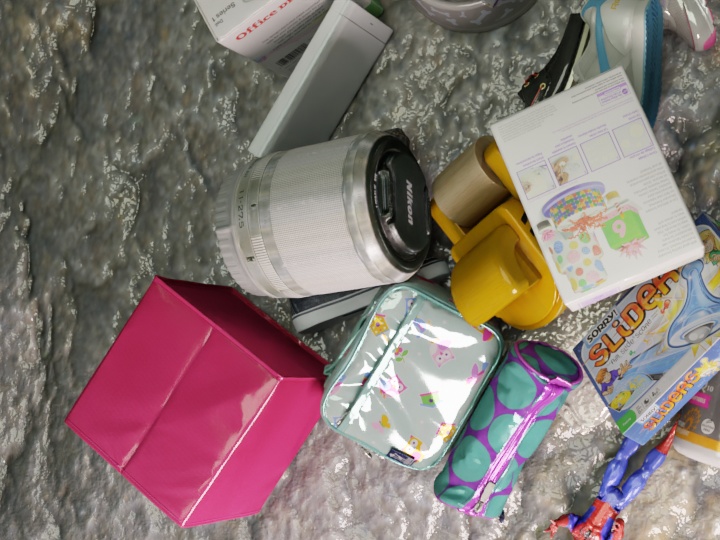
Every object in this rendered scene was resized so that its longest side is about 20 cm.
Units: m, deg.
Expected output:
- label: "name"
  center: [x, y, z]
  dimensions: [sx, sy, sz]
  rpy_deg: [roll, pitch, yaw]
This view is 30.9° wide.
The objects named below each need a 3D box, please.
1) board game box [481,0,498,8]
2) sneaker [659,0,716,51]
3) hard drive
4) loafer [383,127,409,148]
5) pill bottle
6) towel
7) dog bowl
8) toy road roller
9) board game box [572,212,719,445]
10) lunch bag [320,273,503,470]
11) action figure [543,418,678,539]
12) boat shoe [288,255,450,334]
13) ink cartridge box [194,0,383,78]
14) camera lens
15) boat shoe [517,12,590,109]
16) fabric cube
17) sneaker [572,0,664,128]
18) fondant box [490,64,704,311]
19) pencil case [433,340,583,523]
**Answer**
- label: "board game box"
  center: [0.081, -0.389, 1.411]
  dimensions: [0.200, 0.103, 0.105]
  rpy_deg: [38, 100, 20]
- label: "sneaker"
  center: [0.292, -0.291, 1.389]
  dimensions: [0.088, 0.081, 0.200]
  rpy_deg: [-42, 64, -2]
- label: "hard drive"
  center: [-0.043, -0.208, 1.493]
  dimensions: [0.027, 0.132, 0.201]
  rpy_deg: [35, 98, 20]
- label: "loafer"
  center: [-0.022, -0.100, 1.521]
  dimensions: [0.199, 0.073, 0.073]
  rpy_deg: [-21, 39, 26]
- label: "pill bottle"
  center: [0.392, 0.099, 1.304]
  dimensions: [0.116, 0.116, 0.201]
  rpy_deg: [15, 91, 22]
- label: "towel"
  center: [0.263, 0.067, 1.402]
  dimensions: [0.133, 0.034, 0.200]
  rpy_deg: [45, 102, 18]
- label: "dog bowl"
  center: [0.125, -0.375, 1.480]
  dimensions: [0.199, 0.059, 0.201]
  rpy_deg: [-2, 85, 22]
- label: "toy road roller"
  center: [0.143, -0.030, 1.367]
  dimensions: [0.200, 0.146, 0.123]
  rpy_deg: [53, 132, 6]
- label: "board game box"
  center: [0.311, 0.057, 1.296]
  dimensions: [0.200, 0.034, 0.136]
  rpy_deg: [-50, 34, 19]
- label: "lunch bag"
  center: [0.050, 0.112, 1.424]
  dimensions: [0.160, 0.077, 0.201]
  rpy_deg: [27, 103, -9]
- label: "action figure"
  center: [0.261, 0.231, 1.359]
  dimensions: [0.065, 0.099, 0.201]
  rpy_deg: [32, 100, 22]
- label: "boat shoe"
  center: [0.000, 0.000, 1.492]
  dimensions: [0.199, 0.071, 0.091]
  rpy_deg: [-20, 80, 20]
- label: "ink cartridge box"
  center: [-0.081, -0.308, 1.479]
  dimensions: [0.145, 0.200, 0.084]
  rpy_deg: [-34, 75, 15]
- label: "camera lens"
  center: [-0.034, -0.057, 1.397]
  dimensions: [0.199, 0.160, 0.161]
  rpy_deg: [-9, 82, 28]
- label: "boat shoe"
  center: [0.202, -0.189, 1.425]
  dimensions: [0.063, 0.074, 0.202]
  rpy_deg: [22, 99, 14]
- label: "fabric cube"
  center: [-0.173, 0.145, 1.482]
  dimensions: [0.200, 0.196, 0.200]
  rpy_deg: [36, 99, 21]
- label: "sneaker"
  center: [0.268, -0.193, 1.374]
  dimensions: [0.080, 0.076, 0.201]
  rpy_deg: [14, 121, 27]
- label: "fondant box"
  center: [0.233, -0.080, 1.288]
  dimensions: [0.144, 0.058, 0.201]
  rpy_deg: [-23, 75, 10]
- label: "pencil case"
  center: [0.157, 0.171, 1.387]
  dimensions: [0.085, 0.093, 0.201]
  rpy_deg: [21, 112, -14]
